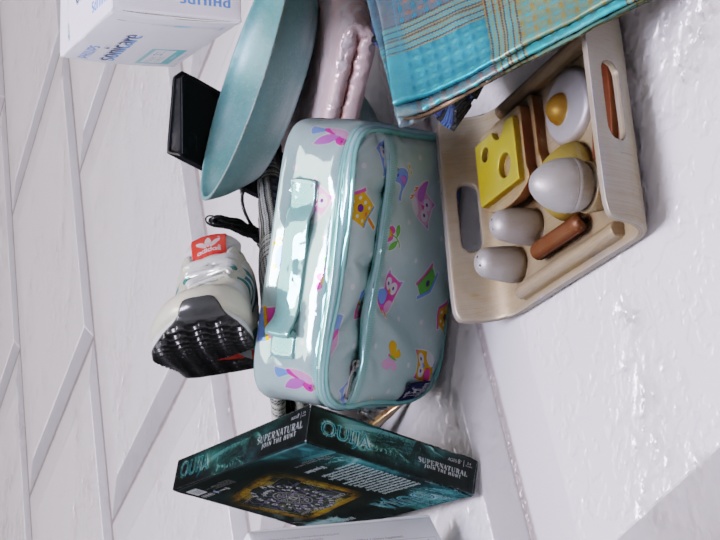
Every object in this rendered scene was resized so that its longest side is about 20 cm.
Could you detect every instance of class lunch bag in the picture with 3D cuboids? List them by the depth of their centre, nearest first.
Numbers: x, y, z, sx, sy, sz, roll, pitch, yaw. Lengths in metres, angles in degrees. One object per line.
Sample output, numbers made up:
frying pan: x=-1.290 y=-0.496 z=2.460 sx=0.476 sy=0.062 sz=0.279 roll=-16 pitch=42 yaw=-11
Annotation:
lunch bag: x=0.000 y=0.000 z=1.014 sx=0.077 sy=0.160 sz=0.201 roll=8 pitch=93 yaw=29

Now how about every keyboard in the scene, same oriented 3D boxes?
keyboard: x=-0.105 y=-0.081 z=1.280 sx=0.021 sy=0.200 sz=0.128 roll=-9 pitch=74 yaw=26

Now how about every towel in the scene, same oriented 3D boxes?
towel: x=0.090 y=-0.184 z=0.859 sx=0.200 sy=0.022 sz=0.147 roll=-25 pitch=61 yaw=24
towel: x=-0.025 y=-0.138 z=1.137 sx=0.200 sy=0.032 sz=0.192 roll=-102 pitch=22 yaw=-57
towel: x=-0.064 y=0.033 z=1.165 sx=0.193 sy=0.034 sz=0.201 roll=-101 pitch=5 yaw=-55

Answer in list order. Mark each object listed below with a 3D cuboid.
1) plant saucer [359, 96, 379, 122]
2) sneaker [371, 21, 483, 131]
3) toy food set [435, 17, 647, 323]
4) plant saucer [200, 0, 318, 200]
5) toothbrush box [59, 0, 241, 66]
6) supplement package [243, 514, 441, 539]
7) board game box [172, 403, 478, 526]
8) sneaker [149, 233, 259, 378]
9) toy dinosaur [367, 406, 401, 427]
plant saucer: x=-0.009 y=-0.050 z=1.180 sx=0.201 sy=0.039 sz=0.202 roll=-173 pitch=90 yaw=-76
sneaker: x=0.042 y=-0.147 z=0.968 sx=0.075 sy=0.078 sz=0.200 roll=-61 pitch=13 yaw=14
toy food set: x=0.100 y=-0.064 z=0.914 sx=0.200 sy=0.060 sz=0.144 roll=141 pitch=128 yaw=-60
plant saucer: x=-0.073 y=-0.144 z=1.146 sx=0.200 sy=0.036 sz=0.201 roll=-162 pitch=90 yaw=-76
toothbrush box: x=-0.136 y=-0.242 z=0.955 sx=0.146 sy=0.085 sz=0.201 roll=168 pitch=103 yaw=-66
supplement package: x=-0.036 y=0.270 z=1.007 sx=0.200 sy=0.155 sz=0.111 roll=-55 pitch=49 yaw=34
board game box: x=-0.029 y=0.145 z=1.059 sx=0.200 sy=0.135 sz=0.028 roll=-27 pitch=48 yaw=54
sneaker: x=-0.107 y=0.017 z=1.030 sx=0.200 sy=0.070 sz=0.094 roll=80 pitch=-178 yaw=-79
toy dinosaur: x=-0.030 y=0.145 z=1.196 sx=0.200 sy=0.060 sz=0.107 roll=179 pitch=95 yaw=-67
